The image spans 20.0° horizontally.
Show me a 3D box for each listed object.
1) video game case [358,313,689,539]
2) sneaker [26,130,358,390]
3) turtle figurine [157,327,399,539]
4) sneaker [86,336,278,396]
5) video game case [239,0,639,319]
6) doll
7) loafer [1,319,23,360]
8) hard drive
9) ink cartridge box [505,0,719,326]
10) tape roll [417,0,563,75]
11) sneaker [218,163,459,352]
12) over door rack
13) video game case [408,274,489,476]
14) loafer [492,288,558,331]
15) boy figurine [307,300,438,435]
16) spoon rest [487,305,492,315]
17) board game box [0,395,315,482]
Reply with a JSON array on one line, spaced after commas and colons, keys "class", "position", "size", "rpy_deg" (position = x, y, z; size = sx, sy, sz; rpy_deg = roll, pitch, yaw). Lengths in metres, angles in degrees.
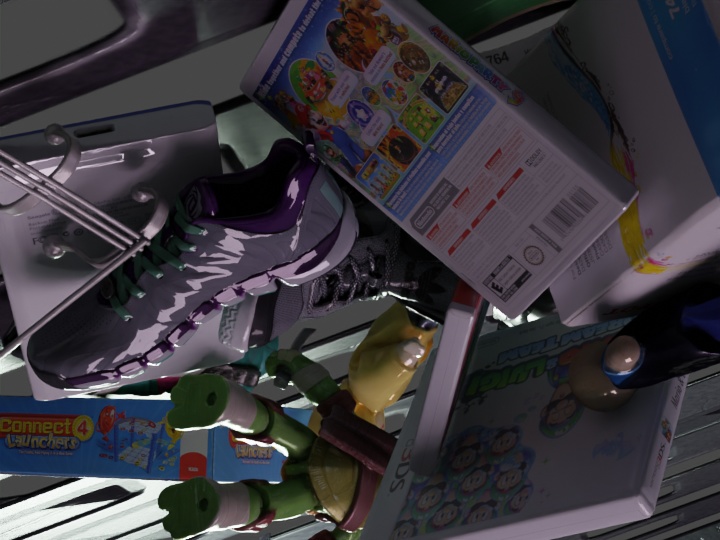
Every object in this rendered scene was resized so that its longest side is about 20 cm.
[{"class": "video game case", "position": [0.102, 0.092, 1.211], "size": [0.200, 0.182, 0.024], "rpy_deg": [-18, 123, 35]}, {"class": "sneaker", "position": [-0.103, -0.012, 1.115], "size": [0.200, 0.075, 0.088], "rpy_deg": [-29, 139, -3]}, {"class": "turtle figurine", "position": [-0.061, 0.128, 1.317], "size": [0.194, 0.200, 0.144], "rpy_deg": [18, 106, -49]}, {"class": "sneaker", "position": [-0.101, 0.037, 1.372], "size": [0.120, 0.084, 0.200], "rpy_deg": [1, 161, -35]}, {"class": "video game case", "position": [0.036, -0.070, 1.067], "size": [0.018, 0.200, 0.143], "rpy_deg": [-49, 179, -32]}, {"class": "doll", "position": [0.182, 0.032, 1.086], "size": [0.136, 0.049, 0.200], "rpy_deg": [-17, 174, -41]}, {"class": "loafer", "position": [-0.153, 0.008, 1.266], "size": [0.070, 0.068, 0.200], "rpy_deg": [6, 147, -40]}, {"class": "hard drive", "position": [-0.140, -0.008, 1.177], "size": [0.131, 0.025, 0.200], "rpy_deg": [-11, 139, -7]}, {"class": "ink cartridge box", "position": [0.189, -0.081, 1.081], "size": [0.146, 0.146, 0.200], "rpy_deg": [-8, 159, -31]}, {"class": "tape roll", "position": [0.090, -0.135, 1.135], "size": [0.200, 0.048, 0.201], "rpy_deg": [-17, 161, -6]}, {"class": "sneaker", "position": [0.000, 0.000, 1.218], "size": [0.200, 0.114, 0.076], "rpy_deg": [-48, 156, -53]}, {"class": "over door rack", "position": [-0.220, -0.006, 1.072], "size": [0.200, 0.067, 0.148], "rpy_deg": [-45, 133, 13]}, {"class": "video game case", "position": [0.072, 0.007, 1.232], "size": [0.017, 0.200, 0.143], "rpy_deg": [16, 135, 5]}, {"class": "loafer", "position": [0.133, 0.022, 1.374], "size": [0.072, 0.073, 0.200], "rpy_deg": [16, 179, 8]}, {"class": "boy figurine", "position": [0.031, 0.058, 1.437], "size": [0.200, 0.064, 0.124], "rpy_deg": [-58, -178, 6]}, {"class": "spoon rest", "position": [0.148, -0.006, 1.539], "size": [0.099, 0.061, 0.200], "rpy_deg": [-10, 159, -26]}, {"class": "board game box", "position": [-0.149, 0.124, 1.479], "size": [0.195, 0.056, 0.200], "rpy_deg": [0, 174, 22]}]
